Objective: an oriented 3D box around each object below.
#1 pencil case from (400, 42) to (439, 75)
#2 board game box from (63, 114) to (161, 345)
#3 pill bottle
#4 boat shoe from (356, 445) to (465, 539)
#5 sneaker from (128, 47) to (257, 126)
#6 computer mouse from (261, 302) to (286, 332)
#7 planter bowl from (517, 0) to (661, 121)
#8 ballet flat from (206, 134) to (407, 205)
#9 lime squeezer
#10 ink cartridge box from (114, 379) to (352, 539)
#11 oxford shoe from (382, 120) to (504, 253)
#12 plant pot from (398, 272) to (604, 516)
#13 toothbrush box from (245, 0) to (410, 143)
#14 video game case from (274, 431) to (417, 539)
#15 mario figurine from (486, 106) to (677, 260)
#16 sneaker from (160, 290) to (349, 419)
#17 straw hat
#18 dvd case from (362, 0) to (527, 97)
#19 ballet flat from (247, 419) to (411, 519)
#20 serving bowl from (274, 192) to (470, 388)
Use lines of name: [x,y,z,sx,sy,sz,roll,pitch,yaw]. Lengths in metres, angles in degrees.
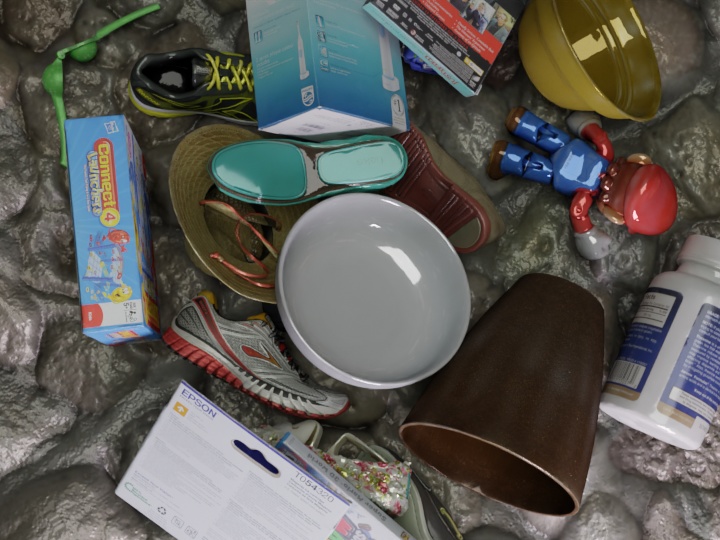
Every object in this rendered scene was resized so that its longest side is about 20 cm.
pencil case: [0.079,-0.301,1.337,0.087,0.078,0.200,-4,84,-1]
board game box: [-0.236,-0.031,1.233,0.056,0.200,0.196,-6,84,-5]
pill bottle: [0.329,0.070,1.290,0.111,0.111,0.200,26,83,1]
boat shoe: [0.062,0.265,1.282,0.072,0.061,0.201,-41,68,30]
sneaker: [-0.142,-0.190,1.312,0.200,0.085,0.075,-4,85,-3]
computer mouse: [0.000,0.000,1.316,0.200,0.046,0.140,4,85,-2]
planter bowl: [0.220,-0.229,1.311,0.083,0.200,0.200,-24,84,36]
ballet flat: [-0.053,-0.097,1.276,0.200,0.070,0.067,-5,84,-8]
lime squeezer: [-0.287,-0.211,1.332,0.071,0.038,0.200,28,82,1]
ink cartridge box: [-0.120,0.209,1.228,0.196,0.200,0.043,36,39,2]
oxford shoe: [0.071,-0.097,1.329,0.070,0.075,0.200,-46,71,28]
plant pot: [0.164,0.111,1.258,0.187,0.187,0.200,27,69,1]
toothbrush box: [-0.035,-0.235,1.276,0.085,0.146,0.200,-13,79,38]
video game case: [-0.028,0.261,1.249,0.200,0.143,0.018,40,41,1]
mario figurine: [0.235,-0.092,1.335,0.200,0.106,0.123,27,119,11]
sneaker: [-0.098,0.088,1.286,0.200,0.078,0.082,29,83,1]
straw hat: [-0.134,-0.041,1.291,0.201,0.085,0.201,23,50,-30]
dvd case: [0.103,-0.296,1.292,0.146,0.022,0.200,37,68,-20]
ballet flat: [-0.036,0.187,1.269,0.200,0.076,0.064,20,75,18]
serving bowl: [0.005,0.027,1.248,0.200,0.066,0.200,9,65,-19]
